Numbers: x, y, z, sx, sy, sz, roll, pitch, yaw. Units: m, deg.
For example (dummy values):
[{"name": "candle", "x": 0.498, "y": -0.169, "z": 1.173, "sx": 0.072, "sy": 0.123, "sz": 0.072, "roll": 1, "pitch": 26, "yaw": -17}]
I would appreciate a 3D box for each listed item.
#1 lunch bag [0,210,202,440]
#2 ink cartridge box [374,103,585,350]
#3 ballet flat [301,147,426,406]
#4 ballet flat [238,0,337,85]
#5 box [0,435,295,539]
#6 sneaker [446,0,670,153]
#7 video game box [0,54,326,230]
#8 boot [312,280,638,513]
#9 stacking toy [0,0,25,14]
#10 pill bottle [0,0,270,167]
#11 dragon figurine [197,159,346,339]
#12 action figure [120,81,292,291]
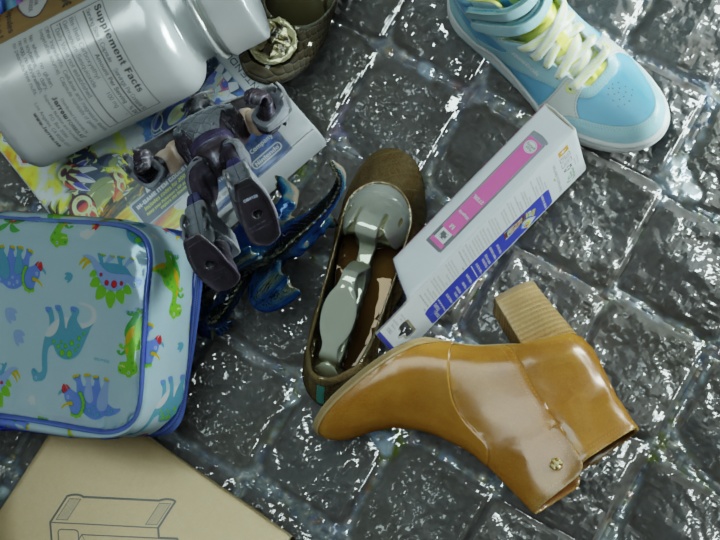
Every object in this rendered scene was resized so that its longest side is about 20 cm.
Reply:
[{"name": "lunch bag", "x": -0.214, "y": 0.040, "z": 1.323, "sx": 0.199, "sy": 0.082, "sz": 0.162, "roll": 4, "pitch": 90, "yaw": 29}, {"name": "ink cartridge box", "x": 0.079, "y": -0.025, "z": 1.307, "sx": 0.037, "sy": 0.095, "sz": 0.200, "roll": 42, "pitch": 87, "yaw": 17}, {"name": "ballet flat", "x": 0.000, "y": 0.000, "z": 1.328, "sx": 0.067, "sy": 0.072, "sz": 0.201, "roll": 17, "pitch": 80, "yaw": 12}, {"name": "ballet flat", "x": -0.032, "y": -0.228, "z": 1.384, "sx": 0.067, "sy": 0.046, "sz": 0.201, "roll": 29, "pitch": 71, "yaw": 7}, {"name": "box", "x": -0.171, "y": 0.209, "z": 1.338, "sx": 0.199, "sy": 0.021, "sz": 0.164, "roll": 32, "pitch": 84, "yaw": 16}, {"name": "sneaker", "x": 0.135, "y": -0.166, "z": 1.312, "sx": 0.200, "sy": 0.131, "sz": 0.080, "roll": 38, "pitch": 85, "yaw": 16}, {"name": "video game box", "x": -0.157, "y": -0.103, "z": 1.400, "sx": 0.200, "sy": 0.047, "sz": 0.182, "roll": -41, "pitch": 70, "yaw": -1}, {"name": "boot", "x": 0.081, "y": 0.111, "z": 1.285, "sx": 0.200, "sy": 0.071, "sz": 0.145, "roll": -30, "pitch": 70, "yaw": -2}, {"name": "stacking toy", "x": -0.310, "y": -0.205, "z": 1.372, "sx": 0.085, "sy": 0.200, "sz": 0.086, "roll": -3, "pitch": 76, "yaw": 11}, {"name": "pill bottle", "x": -0.173, "y": -0.166, "z": 1.329, "sx": 0.199, "sy": 0.114, "sz": 0.115, "roll": -25, "pitch": 73, "yaw": 9}, {"name": "dragon figurine", "x": -0.068, "y": -0.009, "z": 1.313, "sx": 0.059, "sy": 0.200, "sz": 0.100, "roll": 40, "pitch": 58, "yaw": -19}, {"name": "action figure", "x": -0.101, "y": -0.078, "z": 1.291, "sx": 0.130, "sy": 0.069, "sz": 0.200, "roll": -33, "pitch": 35, "yaw": 10}]
